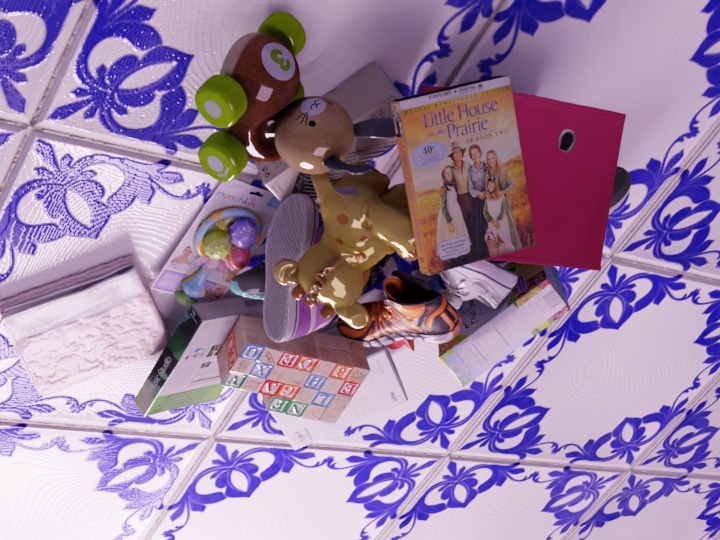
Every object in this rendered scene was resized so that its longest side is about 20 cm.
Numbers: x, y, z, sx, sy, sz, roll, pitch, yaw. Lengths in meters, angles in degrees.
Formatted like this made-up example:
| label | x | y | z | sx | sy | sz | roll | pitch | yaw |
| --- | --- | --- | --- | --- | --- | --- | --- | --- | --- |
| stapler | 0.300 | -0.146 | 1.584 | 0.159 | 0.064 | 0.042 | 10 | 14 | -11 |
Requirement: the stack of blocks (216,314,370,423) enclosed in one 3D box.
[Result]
| label | x | y | z | sx | sy | sz | roll | pitch | yaw |
| --- | --- | --- | --- | --- | --- | --- | --- | --- | --- |
| stack of blocks | -0.101 | 0.141 | 1.805 | 0.198 | 0.059 | 0.116 | 15 | 125 | -28 |

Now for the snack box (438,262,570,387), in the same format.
| label | x | y | z | sx | sy | sz | roll | pitch | yaw |
| --- | --- | --- | --- | --- | --- | --- | --- | --- | --- |
| snack box | 0.209 | 0.065 | 1.913 | 0.199 | 0.169 | 0.068 | -39 | 103 | 13 |

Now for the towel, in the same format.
| label | x | y | z | sx | sy | sz | roll | pitch | yaw |
| --- | --- | --- | --- | --- | --- | --- | --- | --- | --- |
| towel | -0.368 | 0.079 | 1.722 | 0.198 | 0.032 | 0.192 | -20 | 140 | -6 |

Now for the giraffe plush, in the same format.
| label | x | y | z | sx | sy | sz | roll | pitch | yaw |
| --- | --- | --- | --- | --- | --- | --- | --- | --- | --- |
| giraffe plush | -0.009 | -0.024 | 1.538 | 0.199 | 0.172 | 0.164 | 3 | 120 | -52 |

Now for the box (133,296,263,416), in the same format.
| label | x | y | z | sx | sy | sz | roll | pitch | yaw |
| --- | --- | --- | --- | --- | --- | --- | --- | --- | --- |
| box | -0.222 | 0.119 | 1.811 | 0.143 | 0.036 | 0.201 | -8 | 139 | -49 |

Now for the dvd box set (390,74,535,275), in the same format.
| label | x | y | z | sx | sy | sz | roll | pitch | yaw |
| --- | --- | --- | --- | --- | --- | --- | --- | --- | --- |
| dvd box set | 0.120 | -0.110 | 1.462 | 0.145 | 0.029 | 0.203 | -14 | 103 | -19 |

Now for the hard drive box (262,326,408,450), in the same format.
| label | x | y | z | sx | sy | sz | roll | pitch | yaw |
| --- | --- | --- | --- | --- | --- | --- | --- | --- | --- |
| hard drive box | -0.043 | 0.172 | 1.956 | 0.198 | 0.077 | 0.157 | -22 | 141 | 1 |

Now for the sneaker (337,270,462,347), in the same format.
| label | x | y | z | sx | sy | sz | roll | pitch | yaw |
| --- | --- | --- | --- | --- | --- | --- | --- | --- | --- |
| sneaker | 0.040 | 0.048 | 1.811 | 0.198 | 0.078 | 0.112 | -6 | 141 | 29 |

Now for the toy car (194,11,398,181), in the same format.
| label | x | y | z | sx | sy | sz | roll | pitch | yaw |
| --- | --- | --- | --- | --- | --- | --- | --- | --- | --- |
| toy car | -0.060 | -0.172 | 1.443 | 0.165 | 0.198 | 0.159 | -53 | 159 | -38 |

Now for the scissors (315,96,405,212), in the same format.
| label | x | y | z | sx | sy | sz | roll | pitch | yaw |
| --- | --- | --- | --- | --- | --- | --- | --- | --- | --- |
| scissors | -0.006 | -0.151 | 1.682 | 0.072 | 0.014 | 0.201 | 4 | 133 | -29 |

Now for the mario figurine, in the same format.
| label | x | y | z | sx | sy | sz | roll | pitch | yaw |
| --- | --- | --- | --- | --- | --- | --- | --- | --- | --- |
| mario figurine | 0.120 | 0.056 | 1.907 | 0.199 | 0.107 | 0.123 | -40 | 141 | 13 |

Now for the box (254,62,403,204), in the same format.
| label | x | y | z | sx | sy | sz | roll | pitch | yaw |
| --- | --- | --- | --- | --- | --- | --- | --- | --- | --- |
| box | -0.033 | -0.166 | 1.609 | 0.199 | 0.069 | 0.082 | -34 | 141 | 11 |

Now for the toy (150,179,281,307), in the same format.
| label | x | y | z | sx | sy | sz | roll | pitch | yaw |
| --- | --- | --- | --- | --- | --- | --- | --- | --- | --- |
| toy | -0.181 | -0.024 | 1.699 | 0.114 | 0.047 | 0.200 | 15 | 126 | -41 |

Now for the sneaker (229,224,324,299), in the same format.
| label | x | y | z | sx | sy | sz | roll | pitch | yaw |
| --- | --- | --- | --- | --- | --- | --- | --- | --- | --- |
| sneaker | -0.092 | -0.020 | 1.721 | 0.198 | 0.077 | 0.092 | -18 | 109 | -34 |

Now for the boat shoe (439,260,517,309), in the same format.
| label | x | y | z | sx | sy | sz | roll | pitch | yaw |
| --- | --- | --- | --- | --- | --- | --- | --- | --- | --- |
| boat shoe | 0.151 | 0.011 | 1.773 | 0.199 | 0.073 | 0.067 | 22 | 95 | -45 |

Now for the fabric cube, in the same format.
| label | x | y | z | sx | sy | sz | roll | pitch | yaw |
| --- | --- | --- | --- | --- | --- | --- | --- | --- | --- |
| fabric cube | 0.191 | -0.119 | 1.623 | 0.194 | 0.199 | 0.202 | 6 | 96 | -32 |

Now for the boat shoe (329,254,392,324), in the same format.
| label | x | y | z | sx | sy | sz | roll | pitch | yaw |
| --- | --- | --- | --- | --- | --- | --- | --- | --- | --- |
| boat shoe | 0.000 | 0.000 | 1.816 | 0.068 | 0.057 | 0.200 | 24 | 120 | -43 |

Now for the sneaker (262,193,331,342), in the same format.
| label | x | y | z | sx | sy | sz | roll | pitch | yaw |
| --- | --- | --- | --- | --- | --- | --- | --- | --- | --- |
| sneaker | -0.063 | -0.011 | 1.650 | 0.113 | 0.072 | 0.203 | -12 | 125 | -38 |

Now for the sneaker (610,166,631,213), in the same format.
| label | x | y | z | sx | sy | sz | roll | pitch | yaw |
| --- | --- | --- | --- | --- | --- | --- | --- | --- | --- |
| sneaker | 0.303 | -0.116 | 1.836 | 0.198 | 0.075 | 0.085 | -17 | 147 | -11 |
